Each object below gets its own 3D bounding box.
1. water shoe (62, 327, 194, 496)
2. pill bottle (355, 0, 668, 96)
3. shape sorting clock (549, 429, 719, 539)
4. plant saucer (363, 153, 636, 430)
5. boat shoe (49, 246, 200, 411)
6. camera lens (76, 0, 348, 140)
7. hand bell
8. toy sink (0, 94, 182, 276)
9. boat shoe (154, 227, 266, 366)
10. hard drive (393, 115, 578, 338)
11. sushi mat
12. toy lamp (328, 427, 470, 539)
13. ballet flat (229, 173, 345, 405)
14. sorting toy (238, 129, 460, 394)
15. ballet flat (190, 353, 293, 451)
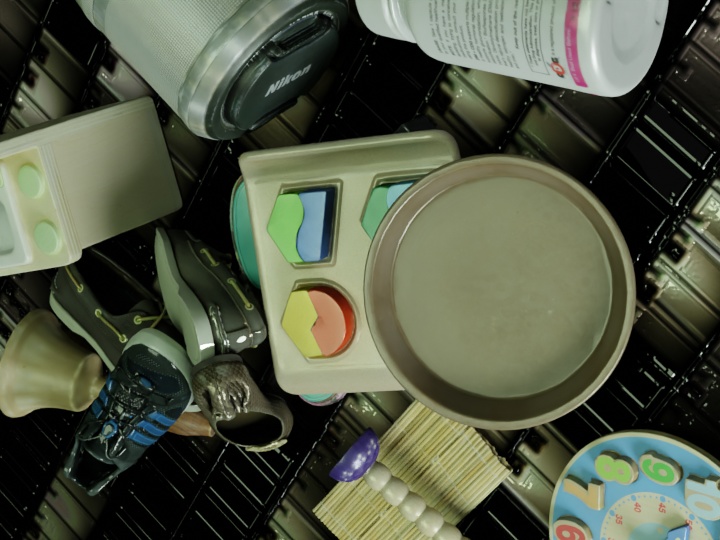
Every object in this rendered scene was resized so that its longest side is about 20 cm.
[{"bbox_3d":[-0.195,0.127,1.501,0.071,0.079,0.200,34,140,1],"label":"water shoe"},{"bbox_3d":[0.101,-0.193,1.226,0.198,0.113,0.115,16,116,32],"label":"pill bottle"},{"bbox_3d":[0.223,0.216,1.329,0.198,0.039,0.202,14,114,33],"label":"shape sorting clock"},{"bbox_3d":[0.101,0.015,1.291,0.198,0.029,0.203,2,100,11],"label":"plant saucer"},{"bbox_3d":[-0.200,0.049,1.572,0.200,0.071,0.061,36,129,25],"label":"boat shoe"},{"bbox_3d":[-0.119,-0.213,1.357,0.200,0.159,0.160,47,128,14],"label":"camera lens"},{"bbox_3d":[-0.219,0.111,1.619,0.198,0.104,0.105,16,116,18],"label":"hand bell"},{"bbox_3d":[-0.270,-0.064,1.503,0.129,0.199,0.113,-9,101,38],"label":"toy sink"},{"bbox_3d":[-0.129,0.017,1.475,0.202,0.060,0.073,-126,26,-60],"label":"boat shoe"},{"bbox_3d":[0.067,0.001,1.372,0.200,0.038,0.140,50,129,13],"label":"hard drive"},{"bbox_3d":[0.040,0.182,1.474,0.096,0.012,0.200,50,129,12],"label":"sushi mat"},{"bbox_3d":[0.066,0.208,1.423,0.200,0.058,0.058,42,127,5],"label":"toy lamp"},{"bbox_3d":[-0.051,0.010,1.444,0.068,0.071,0.202,-16,100,22],"label":"ballet flat"},{"bbox_3d":[0.000,0.000,1.355,0.183,0.036,0.202,-4,104,26],"label":"sorting toy"},{"bbox_3d":[-0.095,0.120,1.458,0.067,0.200,0.047,-20,67,0],"label":"ballet flat"}]
